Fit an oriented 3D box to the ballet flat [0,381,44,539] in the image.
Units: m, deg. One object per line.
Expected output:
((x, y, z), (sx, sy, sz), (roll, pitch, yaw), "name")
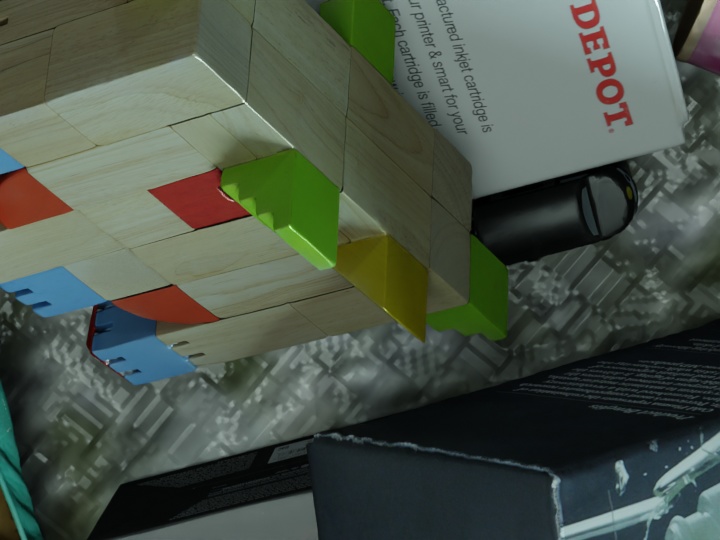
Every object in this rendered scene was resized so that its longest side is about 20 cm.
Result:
((-0.148, 0.076, 0.912), (0.067, 0.070, 0.201), (-19, 116, 4), "ballet flat")

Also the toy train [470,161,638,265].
((0.000, 0.000, 0.913), (0.199, 0.046, 0.034), (-16, 101, 10), "toy train")

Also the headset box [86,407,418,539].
((0.004, 0.161, 0.937), (0.148, 0.077, 0.201), (-14, 100, 9), "headset box")

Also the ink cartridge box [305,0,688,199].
((-0.008, -0.092, 0.844), (0.199, 0.084, 0.146), (-14, 133, 9), "ink cartridge box")

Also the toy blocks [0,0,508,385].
((-0.062, -0.029, 0.785), (0.136, 0.100, 0.200), (-14, 146, 27), "toy blocks")

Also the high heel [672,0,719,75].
((0.183, -0.136, 0.851), (0.096, 0.067, 0.201), (22, 103, -5), "high heel")

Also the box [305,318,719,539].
((0.103, 0.131, 0.836), (0.196, 0.124, 0.201), (-14, 100, -36), "box")
